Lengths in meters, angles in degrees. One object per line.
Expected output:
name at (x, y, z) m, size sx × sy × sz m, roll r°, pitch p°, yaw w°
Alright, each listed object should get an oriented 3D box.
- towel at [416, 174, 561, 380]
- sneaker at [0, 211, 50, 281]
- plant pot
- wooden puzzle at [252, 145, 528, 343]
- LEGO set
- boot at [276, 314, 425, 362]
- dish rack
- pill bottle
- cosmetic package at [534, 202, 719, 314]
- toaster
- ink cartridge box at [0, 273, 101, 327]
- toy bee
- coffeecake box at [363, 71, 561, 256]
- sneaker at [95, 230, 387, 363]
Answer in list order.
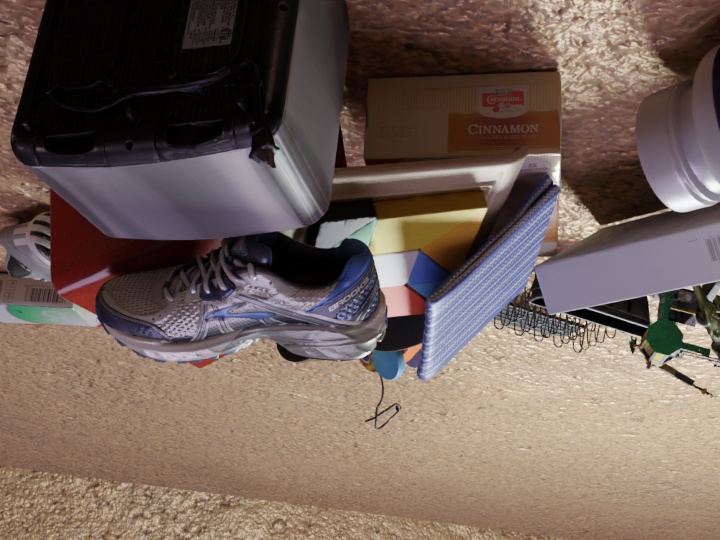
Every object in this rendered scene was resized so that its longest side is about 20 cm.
towel at (0.098, 0.013, 0.861) m, size 0.024 × 0.145 × 0.201 m, roll 42°, pitch 165°, yaw 16°
sneaker at (-0.329, -0.002, 1.186) m, size 0.114 × 0.076 × 0.200 m, roll -3°, pitch 148°, yaw 31°
plant pot at (-0.110, -0.067, 0.816) m, size 0.173 × 0.203 × 0.200 m, roll -19°, pitch 152°, yaw 18°
wooden puzzle at (0.019, -0.011, 0.779) m, size 0.196 × 0.038 × 0.186 m, roll -11°, pitch 147°, yaw -21°
LEGO set at (0.377, 0.061, 1.086) m, size 0.196 × 0.157 × 0.116 m, roll 6°, pitch 160°, yaw 7°
boot at (0.011, 0.058, 1.115) m, size 0.197 × 0.075 × 0.075 m, roll -12°, pitch 165°, yaw 23°
dish rack at (0.226, 0.052, 1.207) m, size 0.151 × 0.056 × 0.200 m, roll 18°, pitch 157°, yaw -16°
pill bottle at (0.293, -0.109, 0.703) m, size 0.119 × 0.122 × 0.198 m, roll 22°, pitch 153°, yaw -38°
cosmetic package at (0.277, -0.021, 0.933) m, size 0.198 × 0.053 × 0.150 m, roll -15°, pitch -172°, yaw 41°
toaster at (-0.105, -0.118, 0.651) m, size 0.177 × 0.204 × 0.119 m, roll -3°, pitch 154°, yaw 18°
ink cartridge box at (-0.417, 0.060, 1.383) m, size 0.157 × 0.051 × 0.201 m, roll 2°, pitch 157°, yaw 7°
toy bee at (0.026, 0.089, 1.287) m, size 0.201 × 0.109 × 0.130 m, roll -53°, pitch 154°, yaw 18°
coffeecake box at (0.091, -0.081, 0.877) m, size 0.150 × 0.075 × 0.201 m, roll 0°, pitch 158°, yaw 10°
sneaker at (-0.080, 0.005, 0.693) m, size 0.196 × 0.078 × 0.086 m, roll -2°, pitch 132°, yaw -1°
